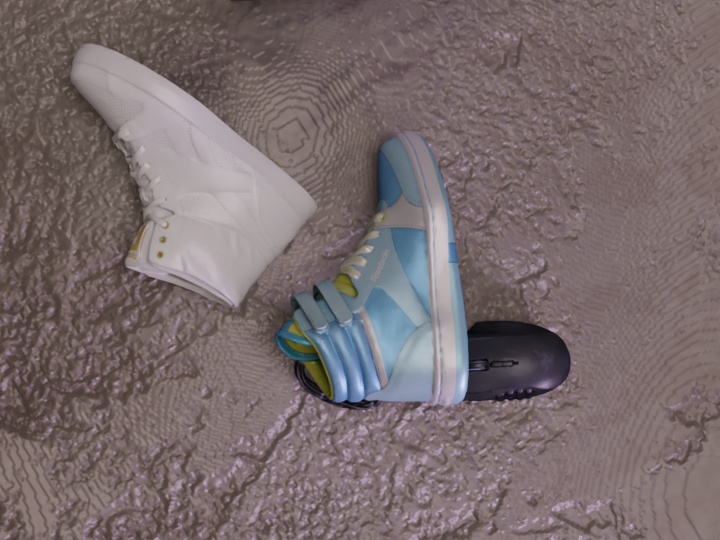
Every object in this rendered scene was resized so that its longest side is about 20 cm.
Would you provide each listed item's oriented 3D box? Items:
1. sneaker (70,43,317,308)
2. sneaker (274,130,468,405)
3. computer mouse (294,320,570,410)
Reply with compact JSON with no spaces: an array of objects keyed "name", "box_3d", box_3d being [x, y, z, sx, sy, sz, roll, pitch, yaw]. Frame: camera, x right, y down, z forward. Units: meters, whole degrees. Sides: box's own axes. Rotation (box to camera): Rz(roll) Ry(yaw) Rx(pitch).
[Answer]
[{"name":"sneaker","box_3d":[-0.140,-0.060,1.678,0.200,0.074,0.116,37,77,-6]},{"name":"sneaker","box_3d":[0.000,0.000,1.689,0.131,0.080,0.200,-6,71,-6]},{"name":"computer mouse","box_3d":[0.053,0.068,1.722,0.200,0.034,0.059,-5,87,-10]}]
